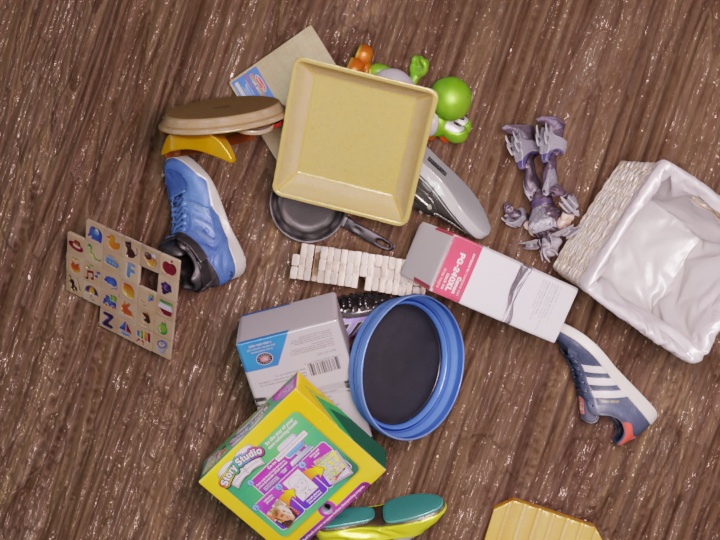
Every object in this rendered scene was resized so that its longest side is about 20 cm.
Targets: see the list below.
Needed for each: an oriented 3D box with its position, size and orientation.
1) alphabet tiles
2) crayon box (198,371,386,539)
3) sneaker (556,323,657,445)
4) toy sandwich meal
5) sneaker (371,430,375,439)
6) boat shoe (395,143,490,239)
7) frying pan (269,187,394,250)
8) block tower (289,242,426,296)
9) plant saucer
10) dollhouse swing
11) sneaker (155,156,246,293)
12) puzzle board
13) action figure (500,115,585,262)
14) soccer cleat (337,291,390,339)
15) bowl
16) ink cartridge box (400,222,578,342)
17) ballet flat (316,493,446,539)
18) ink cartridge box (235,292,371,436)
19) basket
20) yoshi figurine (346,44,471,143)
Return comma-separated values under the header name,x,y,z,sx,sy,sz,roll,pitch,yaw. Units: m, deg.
name,x,y,z,sx,sy,sz,roll,pitch,yaw
alphabet tiles,-0.350,0.022,1.422,0.198,0.008,0.169,23,121,18
crayon box,-0.092,0.268,1.337,0.172,0.058,0.200,43,105,-12
sneaker,0.325,0.163,1.381,0.084,0.075,0.200,-44,87,-1
toy sandwich meal,-0.194,-0.193,1.362,0.202,0.206,0.071,-4,110,4
sneaker,-0.073,0.277,1.416,0.199,0.070,0.090,-38,91,6
boat shoe,0.104,-0.115,1.407,0.200,0.071,0.064,47,121,-2
frying pan,-0.039,-0.095,1.425,0.187,0.031,0.117,5,106,-5
block tower,0.000,0.000,1.416,0.197,0.058,0.055,9,92,3
plant saucer,-0.008,-0.180,1.341,0.197,0.049,0.202,14,117,1
dollhouse swing,0.242,0.452,1.352,0.197,0.182,0.178,18,112,5
sneaker,-0.253,-0.065,1.403,0.076,0.111,0.202,-22,94,47
puzzle board,-0.081,-0.235,1.441,0.150,0.017,0.201,-33,87,5
action figure,0.253,-0.110,1.377,0.129,0.069,0.203,-15,75,44
soccer cleat,-0.045,0.087,1.423,0.197,0.068,0.074,-16,110,2
bowl,0.064,0.133,1.362,0.039,0.199,0.204,7,99,49
ink cartridge box,0.173,0.016,1.331,0.198,0.145,0.084,23,92,-16
ballet flat,0.032,0.372,1.419,0.197,0.067,0.068,-11,111,7
ink cartridge box,-0.077,0.151,1.370,0.144,0.085,0.202,-14,116,3
basket,0.398,-0.018,1.315,0.197,0.161,0.201,32,92,-11
yoshi figurine,0.077,-0.258,1.385,0.198,0.112,0.114,27,84,-1
